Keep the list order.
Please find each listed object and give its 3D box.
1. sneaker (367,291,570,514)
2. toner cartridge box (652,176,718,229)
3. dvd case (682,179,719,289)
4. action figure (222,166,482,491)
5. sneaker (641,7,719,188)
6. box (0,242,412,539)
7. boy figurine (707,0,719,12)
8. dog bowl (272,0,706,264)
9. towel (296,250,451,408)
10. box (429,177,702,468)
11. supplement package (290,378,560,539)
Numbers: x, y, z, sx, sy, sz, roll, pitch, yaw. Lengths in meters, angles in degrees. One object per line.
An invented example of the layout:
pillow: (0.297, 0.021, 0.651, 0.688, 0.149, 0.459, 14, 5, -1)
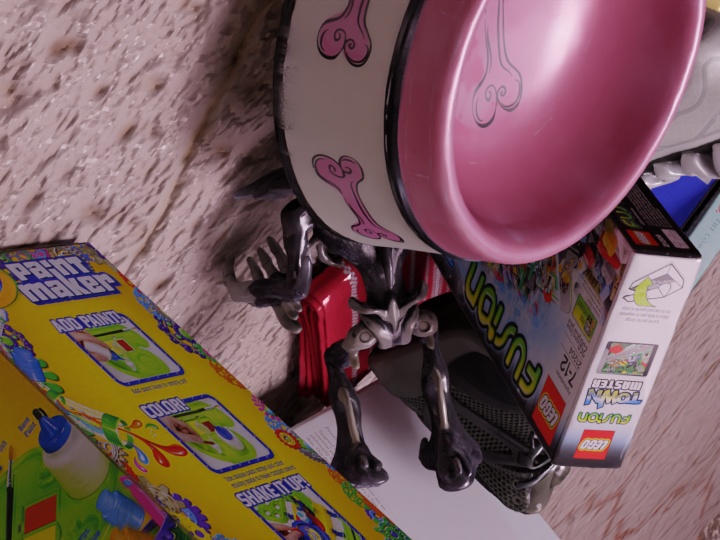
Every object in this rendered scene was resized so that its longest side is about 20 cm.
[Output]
sneaker: (0.094, 0.059, 1.149, 0.076, 0.114, 0.199, -48, -165, -30)
toner cartridge box: (0.143, -0.045, 1.245, 0.095, 0.043, 0.200, -51, -175, -5)
dvd case: (0.152, -0.003, 1.236, 0.146, 0.022, 0.200, -53, -174, -17)
action figure: (0.000, 0.000, 1.023, 0.119, 0.102, 0.200, -13, 109, -19)
sneaker: (0.120, -0.069, 1.103, 0.200, 0.081, 0.075, -26, -140, 39)
box: (-0.118, 0.128, 0.846, 0.200, 0.193, 0.122, -54, 162, 20)
boy figurine: (0.142, -0.149, 1.072, 0.124, 0.064, 0.200, -4, 157, -5)
dog bowl: (0.060, -0.091, 0.902, 0.200, 0.074, 0.200, -31, 134, -39)
towel: (0.039, -0.020, 1.209, 0.200, 0.022, 0.145, -44, 163, -18)
box: (0.083, -0.014, 1.033, 0.035, 0.200, 0.110, 5, 120, -23)
supplement package: (-0.019, 0.174, 1.221, 0.151, 0.152, 0.200, -46, 168, 35)
